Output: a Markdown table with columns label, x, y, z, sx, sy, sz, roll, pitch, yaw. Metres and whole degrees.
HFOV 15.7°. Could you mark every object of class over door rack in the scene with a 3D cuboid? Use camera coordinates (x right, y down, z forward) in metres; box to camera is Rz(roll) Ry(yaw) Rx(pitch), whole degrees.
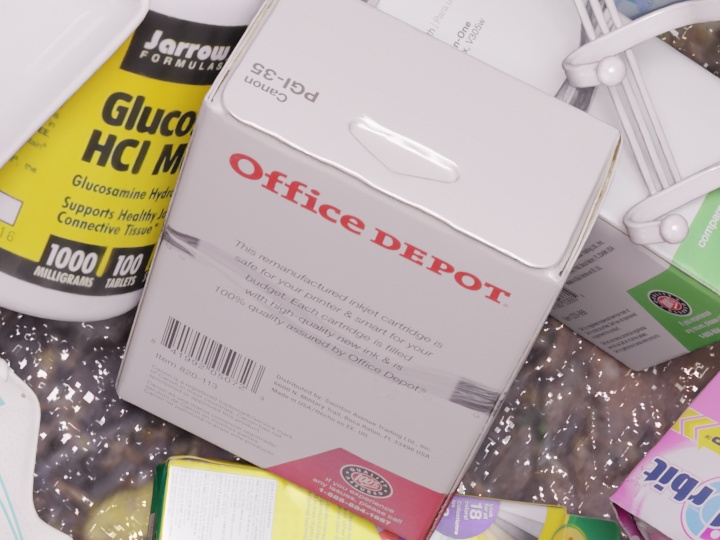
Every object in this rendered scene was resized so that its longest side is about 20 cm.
| label | x | y | z | sx | sy | sz | roll | pitch | yaw |
| --- | --- | --- | --- | --- | --- | --- | --- | --- | --- |
| over door rack | 0.164 | -0.117 | 0.976 | 0.199 | 0.067 | 0.149 | -29 | 110 | -17 |

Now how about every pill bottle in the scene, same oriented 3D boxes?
| label | x | y | z | sx | sy | sz | roll | pitch | yaw |
| --- | --- | --- | --- | --- | --- | --- | --- | --- | --- |
| pill bottle | -0.099 | -0.090 | 1.010 | 0.112 | 0.113 | 0.201 | 21 | 115 | -10 |

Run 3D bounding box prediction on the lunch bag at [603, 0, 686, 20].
| label | x | y | z | sx | sy | sz | roll | pitch | yaw |
| --- | --- | --- | --- | --- | --- | --- | --- | --- | --- |
| lunch bag | 0.141 | -0.208 | 1.069 | 0.127 | 0.170 | 0.200 | 32 | 68 | 23 |

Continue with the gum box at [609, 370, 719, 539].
| label | x | y | z | sx | sy | sz | roll | pitch | yaw |
| --- | --- | --- | --- | --- | --- | --- | --- | --- | --- |
| gum box | 0.191 | 0.120 | 1.072 | 0.114 | 0.066 | 0.200 | -47 | 135 | -14 |

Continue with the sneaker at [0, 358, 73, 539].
| label | x | y | z | sx | sy | sz | roll | pitch | yaw |
| --- | --- | --- | --- | --- | --- | --- | --- | --- | --- |
| sneaker | -0.177 | 0.047 | 1.049 | 0.080 | 0.070 | 0.202 | -19 | 94 | -22 |

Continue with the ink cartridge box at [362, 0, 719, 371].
| label | x | y | z | sx | sy | sz | roll | pitch | yaw |
| --- | --- | --- | --- | --- | --- | --- | --- | --- | --- |
| ink cartridge box | 0.076 | -0.052 | 1.075 | 0.199 | 0.146 | 0.084 | 33 | 75 | -8 |

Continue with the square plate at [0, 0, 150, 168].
| label | x | y | z | sx | sy | sz | roll | pitch | yaw |
| --- | --- | --- | --- | --- | --- | --- | --- | --- | --- |
| square plate | -0.202 | -0.103 | 0.959 | 0.198 | 0.028 | 0.200 | 46 | 112 | -1 |

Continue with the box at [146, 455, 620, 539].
| label | x | y | z | sx | sy | sz | roll | pitch | yaw |
| --- | --- | --- | --- | --- | --- | --- | --- | --- | --- |
| box | 0.008 | 0.147 | 1.085 | 0.198 | 0.048 | 0.118 | 9 | 80 | -10 |

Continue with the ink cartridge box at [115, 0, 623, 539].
| label | x | y | z | sx | sy | sz | roll | pitch | yaw |
| --- | --- | --- | --- | --- | --- | --- | --- | --- | --- |
| ink cartridge box | 0.000 | 0.000 | 1.005 | 0.146 | 0.200 | 0.083 | 27 | 53 | 2 |
